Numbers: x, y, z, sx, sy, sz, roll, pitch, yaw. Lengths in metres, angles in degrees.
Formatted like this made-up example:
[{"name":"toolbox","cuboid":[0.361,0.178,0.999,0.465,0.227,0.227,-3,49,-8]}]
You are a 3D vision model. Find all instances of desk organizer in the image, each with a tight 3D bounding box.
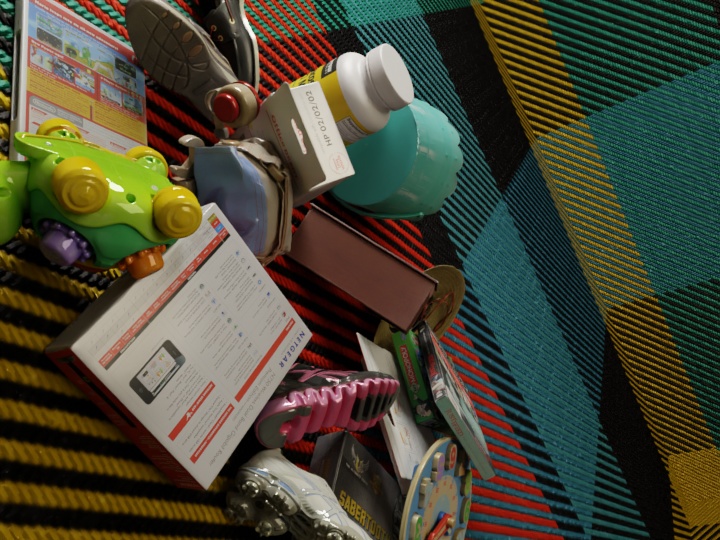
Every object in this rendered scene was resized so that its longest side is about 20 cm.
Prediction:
[{"name":"desk organizer","cuboid":[0.000,0.000,0.899,0.200,0.077,0.072,32,-5,9]}]

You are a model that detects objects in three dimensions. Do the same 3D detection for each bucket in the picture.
[{"name":"bucket","cuboid":[0.041,-0.180,1.036,0.135,0.207,0.208,5,68,-57]}]

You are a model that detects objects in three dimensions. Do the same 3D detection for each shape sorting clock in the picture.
[{"name":"shape sorting clock","cuboid":[0.099,0.309,0.832,0.200,0.039,0.201,-22,116,-54]}]

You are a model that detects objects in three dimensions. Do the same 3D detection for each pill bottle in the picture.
[{"name":"pill bottle","cuboid":[-0.032,-0.229,0.928,0.112,0.199,0.113,39,40,-43]}]

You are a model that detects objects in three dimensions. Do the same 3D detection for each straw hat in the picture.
[{"name":"straw hat","cuboid":[0.064,0.053,1.031,0.085,0.201,0.201,38,10,34]}]

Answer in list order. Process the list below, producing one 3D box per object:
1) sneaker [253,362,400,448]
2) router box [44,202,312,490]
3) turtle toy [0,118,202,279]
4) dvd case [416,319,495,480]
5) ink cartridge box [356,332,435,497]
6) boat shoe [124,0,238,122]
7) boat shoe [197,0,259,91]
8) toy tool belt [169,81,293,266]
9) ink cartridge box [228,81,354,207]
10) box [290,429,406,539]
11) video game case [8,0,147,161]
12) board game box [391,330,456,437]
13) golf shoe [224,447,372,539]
[{"name":"sneaker","cuboid":[-0.044,0.134,0.760,0.199,0.079,0.095,1,30,-39]},{"name":"router box","cuboid":[-0.155,0.068,0.628,0.180,0.049,0.200,57,45,-24]},{"name":"turtle toy","cuboid":[-0.231,-0.054,0.542,0.199,0.101,0.146,14,18,-37]},{"name":"dvd case","cuboid":[0.129,0.173,0.928,0.146,0.022,0.200,58,9,-22]},{"name":"ink cartridge box","cuboid":[0.044,0.199,0.894,0.173,0.043,0.201,36,30,-54]},{"name":"boat shoe","cuboid":[-0.205,-0.249,0.774,0.073,0.074,0.200,64,7,28]},{"name":"boat shoe","cuboid":[-0.178,-0.317,0.876,0.063,0.074,0.202,-11,89,-33]},{"name":"toy tool belt","cuboid":[-0.143,-0.094,0.719,0.123,0.124,0.201,-39,126,-55]},{"name":"ink cartridge box","cuboid":[-0.078,-0.141,0.787,0.068,0.200,0.116,-24,94,-29]},{"name":"box","cuboid":[0.005,0.316,0.801,0.200,0.048,0.159,53,33,-29]},{"name":"video game case","cuboid":[-0.270,-0.160,0.655,0.143,0.017,0.201,22,54,-54]},{"name":"board game box","cuboid":[0.114,0.176,1.010,0.200,0.029,0.135,37,32,-57]},{"name":"golf shoe","cuboid":[-0.036,0.251,0.679,0.200,0.078,0.097,40,23,1]}]
